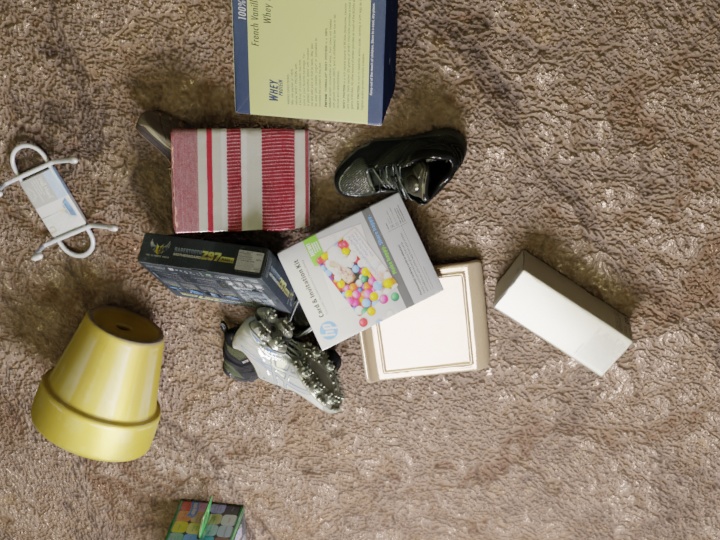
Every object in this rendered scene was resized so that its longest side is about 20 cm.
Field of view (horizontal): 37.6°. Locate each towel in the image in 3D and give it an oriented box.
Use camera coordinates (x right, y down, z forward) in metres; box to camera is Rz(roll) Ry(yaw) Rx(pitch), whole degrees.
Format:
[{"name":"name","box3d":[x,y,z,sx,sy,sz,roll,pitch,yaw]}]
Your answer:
[{"name":"towel","box3d":[-0.169,-0.129,1.500,0.196,0.023,0.147,-2,100,-15]}]

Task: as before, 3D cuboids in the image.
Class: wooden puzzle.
[{"name":"wooden puzzle","box3d":[0.094,0.076,1.602,0.196,0.037,0.188,-8,117,0]}]

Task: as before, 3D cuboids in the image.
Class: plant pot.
[{"name":"plant pot","box3d":[-0.400,0.169,1.677,0.198,0.201,0.192,21,104,-2]}]

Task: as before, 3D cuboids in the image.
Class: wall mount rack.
[{"name":"wall mount rack","box3d":[-0.454,-0.100,1.597,0.171,0.075,0.202,-19,114,19]}]

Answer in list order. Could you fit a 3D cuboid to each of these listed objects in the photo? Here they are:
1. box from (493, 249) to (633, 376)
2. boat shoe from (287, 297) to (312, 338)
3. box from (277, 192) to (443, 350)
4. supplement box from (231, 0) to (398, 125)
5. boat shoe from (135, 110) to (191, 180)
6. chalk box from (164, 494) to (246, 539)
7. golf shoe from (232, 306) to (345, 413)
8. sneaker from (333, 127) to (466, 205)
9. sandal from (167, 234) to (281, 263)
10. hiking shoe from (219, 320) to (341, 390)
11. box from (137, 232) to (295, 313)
[{"name":"box","box3d":[0.297,0.063,1.548,0.198,0.069,0.083,34,118,-8]},{"name":"boat shoe","box3d":[-0.049,0.024,1.595,0.075,0.062,0.200,41,116,-8]},{"name":"box","box3d":[0.000,0.000,1.529,0.197,0.041,0.158,-25,94,4]},{"name":"supplement box","box3d":[-0.056,-0.313,1.373,0.196,0.135,0.203,5,119,7]},{"name":"boat shoe","box3d":[-0.248,-0.149,1.533,0.199,0.075,0.073,38,118,-9]},{"name":"chalk box","box3d":[-0.272,0.490,1.853,0.121,0.125,0.203,3,118,9]},{"name":"golf shoe","box3d":[-0.110,0.147,1.608,0.200,0.079,0.097,47,129,-10]},{"name":"sneaker","box3d":[0.047,-0.135,1.464,0.196,0.115,0.077,-10,114,18]},{"name":"sandal","box3d":[-0.202,-0.034,1.594,0.197,0.044,0.076,12,162,9]},{"name":"hiking shoe","box3d":[-0.128,0.126,1.657,0.196,0.076,0.102,1,122,11]},{"name":"box","box3d":[-0.207,0.005,1.557,0.196,0.052,0.158,8,161,16]}]
